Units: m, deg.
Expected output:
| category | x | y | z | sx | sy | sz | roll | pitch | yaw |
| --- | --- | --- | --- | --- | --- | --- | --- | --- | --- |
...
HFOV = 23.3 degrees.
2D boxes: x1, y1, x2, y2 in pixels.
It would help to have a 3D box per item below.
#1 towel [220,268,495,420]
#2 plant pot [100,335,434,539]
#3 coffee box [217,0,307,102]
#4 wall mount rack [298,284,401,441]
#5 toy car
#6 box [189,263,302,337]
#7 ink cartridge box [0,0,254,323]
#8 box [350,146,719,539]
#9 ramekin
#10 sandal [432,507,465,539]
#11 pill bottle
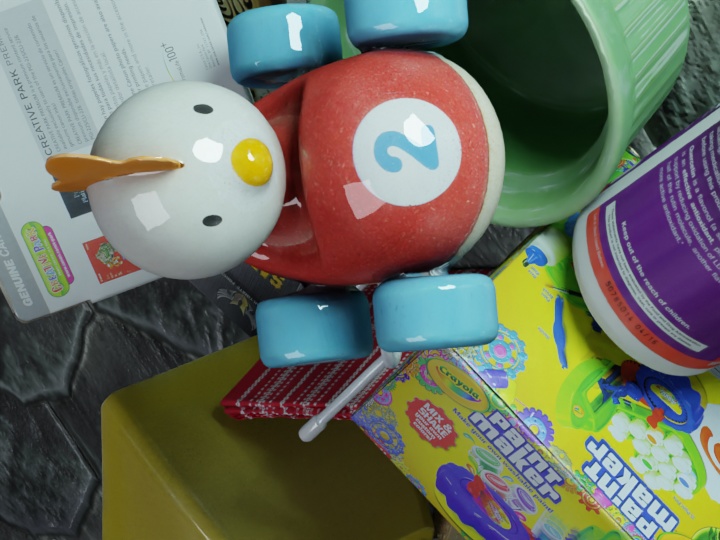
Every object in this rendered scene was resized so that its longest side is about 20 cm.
| category | x | y | z | sx | sy | sz | roll | pitch | yaw |
| --- | --- | --- | --- | --- | --- | --- | --- | --- | --- |
| towel | 0.013 | 0.050 | 1.134 | 0.199 | 0.145 | 0.023 | -2 | 127 | 46 |
| plant pot | -0.055 | 0.176 | 1.235 | 0.177 | 0.199 | 0.201 | 52 | 151 | 32 |
| coffee box | -0.057 | -0.148 | 1.076 | 0.113 | 0.080 | 0.201 | 26 | 139 | 30 |
| wall mount rack | 0.000 | 0.000 | 1.048 | 0.074 | 0.200 | 0.174 | 2 | 129 | 9 |
| toy car | -0.051 | -0.046 | 0.835 | 0.176 | 0.199 | 0.185 | -9 | 86 | 46 |
| box | -0.105 | -0.058 | 1.240 | 0.200 | 0.048 | 0.159 | 42 | 144 | 8 |
| ink cartridge box | -0.153 | -0.094 | 0.999 | 0.084 | 0.175 | 0.201 | -111 | 2 | -64 |
| box | 0.140 | 0.076 | 0.984 | 0.200 | 0.193 | 0.122 | 47 | 144 | 2 |
| ramekin | 0.078 | -0.133 | 0.934 | 0.199 | 0.098 | 0.201 | 28 | 140 | 26 |
| sandal | 0.086 | 0.164 | 1.207 | 0.077 | 0.070 | 0.212 | 2 | 136 | 1 |
| pill bottle | 0.205 | -0.034 | 0.867 | 0.113 | 0.112 | 0.200 | 49 | 135 | -2 |
